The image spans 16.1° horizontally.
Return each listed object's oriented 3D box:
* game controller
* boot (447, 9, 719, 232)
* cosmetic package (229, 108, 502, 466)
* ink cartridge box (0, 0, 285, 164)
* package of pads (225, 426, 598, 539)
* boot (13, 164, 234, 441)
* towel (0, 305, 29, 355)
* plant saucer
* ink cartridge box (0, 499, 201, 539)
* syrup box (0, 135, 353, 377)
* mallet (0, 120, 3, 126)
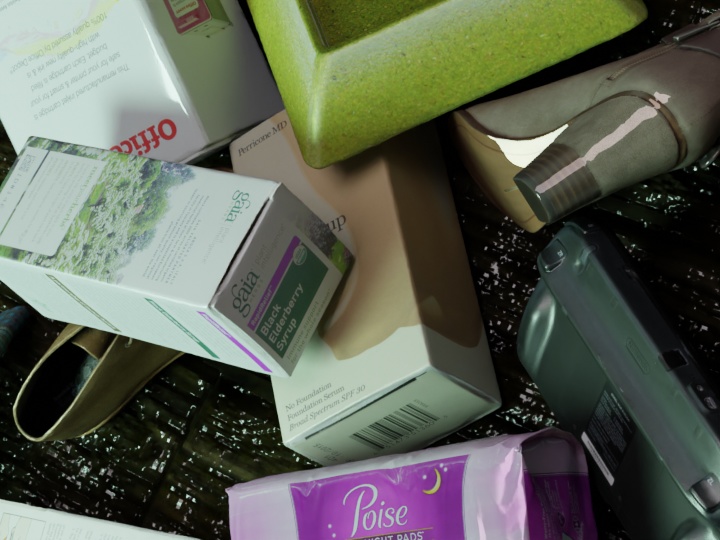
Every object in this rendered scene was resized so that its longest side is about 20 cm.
[{"bbox_3d":[0.136,0.068,1.251,0.104,0.042,0.200,100,151,-43],"label":"game controller"},{"bbox_3d":[0.134,-0.084,1.321,0.146,0.070,0.200,-34,19,-5],"label":"boot"},{"bbox_3d":[0.000,0.000,1.388,0.105,0.071,0.200,-31,53,24],"label":"cosmetic package"},{"bbox_3d":[-0.152,-0.144,1.490,0.144,0.085,0.200,-24,91,40],"label":"ink cartridge box"},{"bbox_3d":[0.025,0.152,1.284,0.200,0.076,0.121,-13,79,35],"label":"package of pads"},{"bbox_3d":[-0.126,0.025,1.460,0.074,0.075,0.200,41,104,6],"label":"boot"},{"bbox_3d":[-0.292,0.098,1.536,0.146,0.022,0.200,-21,20,30],"label":"towel"},{"bbox_3d":[0.032,-0.171,1.398,0.199,0.048,0.200,-24,44,4],"label":"plant saucer"},{"bbox_3d":[-0.168,0.219,1.441,0.200,0.050,0.161,5,73,44],"label":"ink cartridge box"},{"bbox_3d":[-0.110,-0.009,1.370,0.200,0.081,0.079,12,67,40],"label":"syrup box"},{"bbox_3d":[-0.189,-0.173,1.588,0.066,0.041,0.200,31,119,42],"label":"mallet"}]
